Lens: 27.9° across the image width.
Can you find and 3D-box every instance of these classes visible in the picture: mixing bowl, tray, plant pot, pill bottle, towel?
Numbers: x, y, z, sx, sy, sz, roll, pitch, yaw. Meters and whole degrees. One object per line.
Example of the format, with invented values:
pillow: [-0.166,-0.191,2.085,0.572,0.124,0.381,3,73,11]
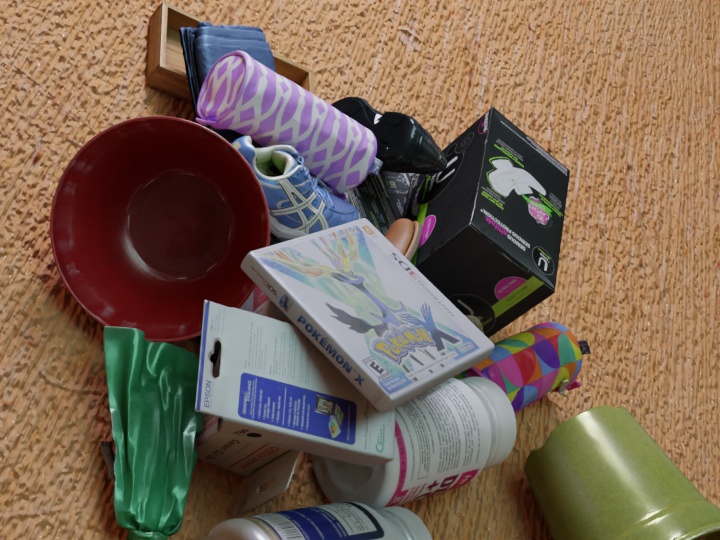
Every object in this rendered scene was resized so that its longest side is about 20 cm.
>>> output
mixing bowl: [-0.176,-0.039,1.338,0.200,0.200,0.108,48,4,0]
tray: [-0.141,-0.213,1.603,0.199,0.037,0.099,21,47,-29]
plant pot: [0.268,0.250,1.510,0.199,0.201,0.185,1,46,-42]
pill bottle: [-0.034,0.263,1.256,0.199,0.116,0.117,0,59,-42]
pill bottle: [0.056,0.165,1.420,0.199,0.113,0.114,-8,64,-45]
towel: [-0.128,-0.159,1.523,0.111,0.048,0.202,-3,78,-46]

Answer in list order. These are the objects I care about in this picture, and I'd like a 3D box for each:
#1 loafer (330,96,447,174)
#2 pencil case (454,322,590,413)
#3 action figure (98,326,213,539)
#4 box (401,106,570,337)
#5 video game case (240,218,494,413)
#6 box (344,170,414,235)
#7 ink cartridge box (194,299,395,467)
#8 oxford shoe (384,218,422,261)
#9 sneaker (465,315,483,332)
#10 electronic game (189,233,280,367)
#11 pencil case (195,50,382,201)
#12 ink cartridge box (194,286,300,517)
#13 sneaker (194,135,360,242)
loafer: [0.018,-0.141,1.606,0.072,0.073,0.200,31,-1,-35]
pencil case: [0.168,0.115,1.589,0.199,0.088,0.089,-16,71,-47]
action figure: [-0.183,0.158,1.252,0.117,0.055,0.202,20,54,-33]
box: [0.127,-0.043,1.554,0.124,0.148,0.201,36,40,-18]
video game case: [0.011,0.034,1.298,0.182,0.022,0.199,45,30,16]
box: [0.029,-0.023,1.600,0.159,0.043,0.201,0,60,-43]
ink cartridge box: [-0.058,0.098,1.228,0.199,0.039,0.100,19,62,-31]
oxford shoe: [0.000,0.000,1.456,0.071,0.071,0.200,41,47,-2]
sneaker: [0.032,0.072,1.425,0.199,0.108,0.071,0,93,-59]
electronic game: [-0.082,0.042,1.446,0.198,0.042,0.202,17,56,-27]
pencil case: [-0.074,-0.146,1.486,0.199,0.084,0.086,29,86,-35]
ink cartridge box: [-0.091,0.109,1.303,0.067,0.116,0.202,24,59,-19]
sneaker: [-0.069,-0.075,1.448,0.199,0.077,0.076,15,35,-43]
